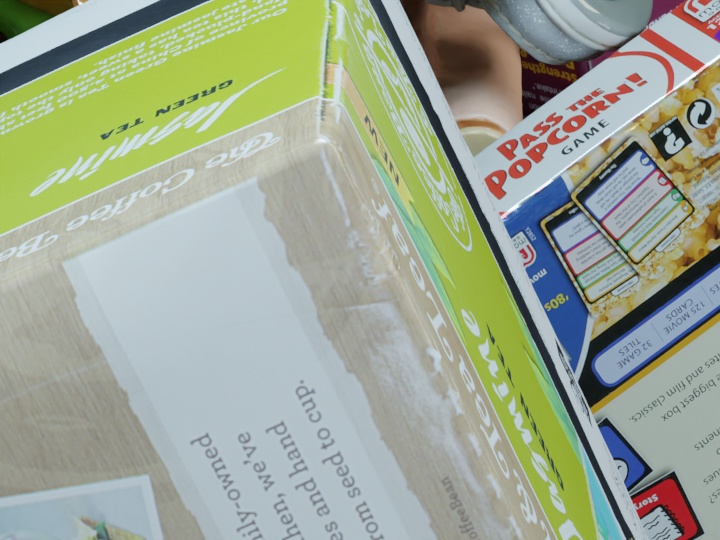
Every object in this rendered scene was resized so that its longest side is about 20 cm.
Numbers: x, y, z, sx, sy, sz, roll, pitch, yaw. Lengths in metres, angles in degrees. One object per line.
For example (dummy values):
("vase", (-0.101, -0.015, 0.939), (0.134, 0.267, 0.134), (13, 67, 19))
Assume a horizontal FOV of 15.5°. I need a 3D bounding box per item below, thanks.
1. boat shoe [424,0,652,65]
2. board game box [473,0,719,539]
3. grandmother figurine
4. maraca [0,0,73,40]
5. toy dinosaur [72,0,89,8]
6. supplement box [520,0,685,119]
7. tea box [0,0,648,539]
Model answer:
("boat shoe", (0.025, -0.122, 0.821), (0.074, 0.065, 0.202), (19, 29, -42))
("board game box", (0.108, 0.035, 0.773), (0.200, 0.151, 0.046), (55, -2, -24))
("grandmother figurine", (0.021, -0.076, 0.853), (0.200, 0.121, 0.061), (-78, 174, -56))
("maraca", (-0.072, -0.117, 0.745), (0.107, 0.137, 0.200), (-14, -83, 65))
("toy dinosaur", (-0.062, -0.106, 0.639), (0.102, 0.136, 0.200), (128, -17, -68))
("supplement box", (0.078, -0.105, 1.001), (0.110, 0.086, 0.200), (21, -44, 48))
("tea box", (-0.021, 0.053, 0.554), (0.197, 0.134, 0.200), (-89, 154, -68))
